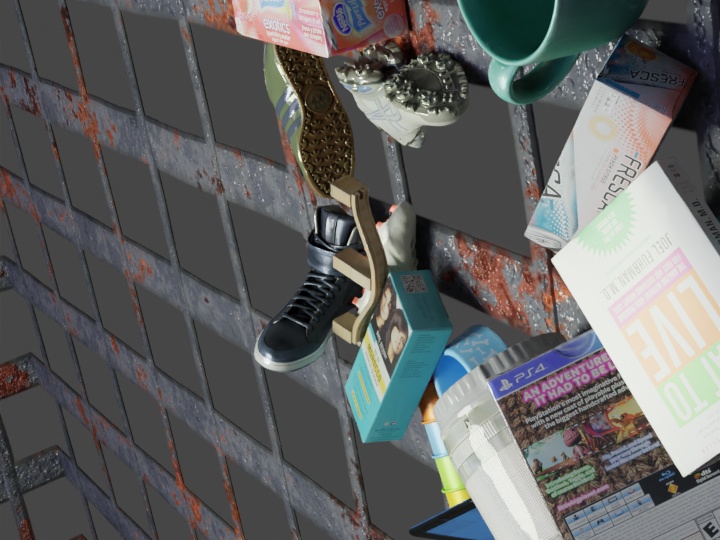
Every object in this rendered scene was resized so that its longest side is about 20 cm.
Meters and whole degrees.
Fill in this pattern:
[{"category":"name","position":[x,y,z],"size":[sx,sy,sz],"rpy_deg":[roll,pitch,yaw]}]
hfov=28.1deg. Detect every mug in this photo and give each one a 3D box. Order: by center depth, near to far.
[{"category":"mug","position":[0.148,-0.235,1.106],"size":[0.153,0.114,0.185],"rpy_deg":[68,156,13]}]

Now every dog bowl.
[{"category":"dog bowl","position":[0.139,0.158,1.503],"size":[0.201,0.049,0.111],"rpy_deg":[64,154,9]}]

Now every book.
[{"category":"book","position":[0.244,0.034,1.084],"size":[0.201,0.048,0.134],"rpy_deg":[59,136,18]}]

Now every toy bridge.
[{"category":"toy bridge","position":[0.000,0.000,1.536],"size":[0.067,0.027,0.201],"rpy_deg":[32,135,38]}]

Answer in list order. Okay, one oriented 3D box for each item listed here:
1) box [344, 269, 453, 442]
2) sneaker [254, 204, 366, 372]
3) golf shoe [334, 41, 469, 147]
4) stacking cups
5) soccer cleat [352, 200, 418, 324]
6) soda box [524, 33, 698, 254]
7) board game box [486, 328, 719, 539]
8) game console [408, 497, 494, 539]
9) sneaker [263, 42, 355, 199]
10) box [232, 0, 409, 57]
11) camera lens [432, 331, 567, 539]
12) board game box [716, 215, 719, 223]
[{"category":"box","position":[0.038,0.096,1.551],"size":[0.201,0.049,0.083],"rpy_deg":[110,149,-45]},{"category":"sneaker","position":[-0.050,0.012,1.607],"size":[0.077,0.202,0.147],"rpy_deg":[23,130,22]},{"category":"golf shoe","position":[0.057,-0.163,1.421],"size":[0.200,0.078,0.098],"rpy_deg":[35,156,58]},{"category":"stacking cups","position":[0.101,0.180,1.600],"size":[0.060,0.060,0.201],"rpy_deg":[-24,82,64]},{"category":"soccer cleat","position":[0.041,0.008,1.579],"size":[0.077,0.069,0.201],"rpy_deg":[28,134,13]},{"category":"soda box","position":[0.198,-0.091,1.157],"size":[0.068,0.064,0.200],"rpy_deg":[29,143,8]},{"category":"board game box","position":[0.219,0.149,1.178],"size":[0.201,0.159,0.097],"rpy_deg":[65,-176,14]},{"category":"game console","position":[0.163,0.309,1.491],"size":[0.172,0.118,0.200],"rpy_deg":[64,155,10]},{"category":"sneaker","position":[-0.062,-0.183,1.634],"size":[0.090,0.067,0.201],"rpy_deg":[-156,48,-70]},{"category":"box","position":[-0.049,-0.288,1.476],"size":[0.200,0.102,0.095],"rpy_deg":[27,133,56]},{"category":"camera lens","position":[0.176,0.179,1.318],"size":[0.201,0.159,0.160],"rpy_deg":[59,153,19]},{"category":"board game box","position":[0.334,0.045,1.037],"size":[0.200,0.047,0.152],"rpy_deg":[16,124,59]}]
